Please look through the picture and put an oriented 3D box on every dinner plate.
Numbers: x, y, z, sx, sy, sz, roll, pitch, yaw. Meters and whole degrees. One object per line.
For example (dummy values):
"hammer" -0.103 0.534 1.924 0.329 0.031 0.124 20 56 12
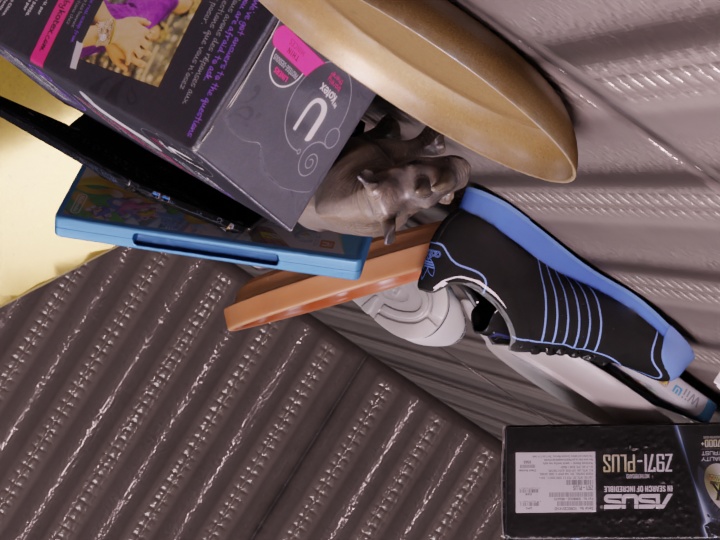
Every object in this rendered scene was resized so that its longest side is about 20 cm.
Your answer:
"dinner plate" 0.158 0.083 1.735 0.200 0.024 0.200 33 174 4

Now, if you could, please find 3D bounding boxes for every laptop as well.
"laptop" -0.129 -0.106 1.447 0.177 0.104 0.200 29 -177 33

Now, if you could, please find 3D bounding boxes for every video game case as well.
"video game case" -0.086 -0.051 1.487 0.199 0.018 0.143 9 -147 6
"video game case" 0.157 0.045 1.688 0.200 0.018 0.143 35 173 -23

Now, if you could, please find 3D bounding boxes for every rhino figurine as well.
"rhino figurine" 0.010 -0.050 1.332 0.200 0.087 0.060 15 124 70

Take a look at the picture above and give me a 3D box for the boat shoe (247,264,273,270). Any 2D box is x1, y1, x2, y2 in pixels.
"boat shoe" -0.045 -0.024 1.574 0.067 0.057 0.200 -11 -175 22

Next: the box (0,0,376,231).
"box" -0.108 -0.125 1.305 0.200 0.106 0.122 30 175 33

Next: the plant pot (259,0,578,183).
"plant pot" 0.027 -0.108 1.108 0.199 0.028 0.200 32 175 3

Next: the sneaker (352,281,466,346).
"sneaker" 0.004 -0.011 1.776 0.200 0.076 0.080 48 -169 23

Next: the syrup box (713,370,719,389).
"syrup box" 0.259 0.073 1.090 0.079 0.082 0.200 25 170 43

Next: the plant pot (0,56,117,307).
"plant pot" -0.276 -0.116 1.774 0.201 0.194 0.196 61 -176 -25

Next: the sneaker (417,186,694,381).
"sneaker" 0.126 0.029 1.487 0.200 0.078 0.070 35 174 -15

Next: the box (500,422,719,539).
"box" 0.214 0.168 1.700 0.199 0.087 0.164 -2 168 11

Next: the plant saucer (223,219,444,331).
"plant saucer" 0.000 0.000 1.568 0.200 0.199 0.032 127 126 -85
